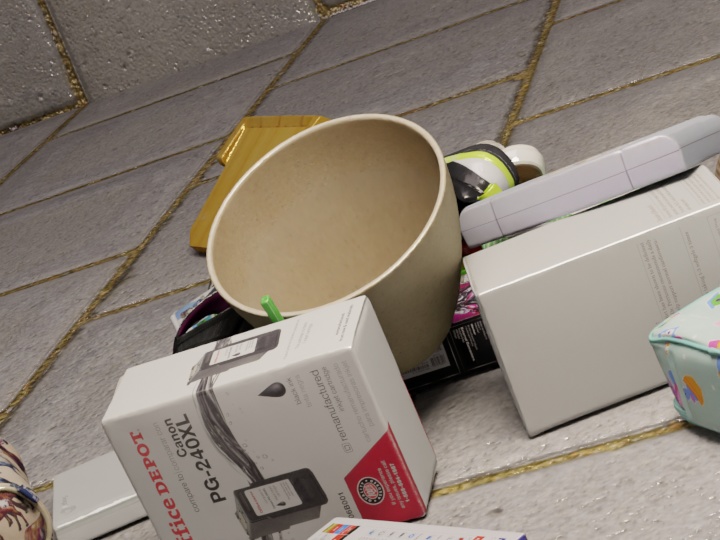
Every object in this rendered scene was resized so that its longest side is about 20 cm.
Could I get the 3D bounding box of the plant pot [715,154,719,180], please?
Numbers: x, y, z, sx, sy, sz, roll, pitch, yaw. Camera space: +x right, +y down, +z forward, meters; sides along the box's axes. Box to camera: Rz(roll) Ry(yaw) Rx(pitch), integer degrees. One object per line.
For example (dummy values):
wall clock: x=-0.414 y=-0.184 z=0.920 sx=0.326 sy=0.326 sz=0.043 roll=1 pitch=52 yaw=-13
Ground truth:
plant pot: x=0.380 y=-0.110 z=1.722 sx=0.199 sy=0.093 sz=0.201 roll=-21 pitch=15 yaw=6

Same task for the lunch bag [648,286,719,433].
lunch bag: x=0.299 y=0.049 z=1.327 sx=0.159 sy=0.078 sz=0.200 roll=-26 pitch=16 yaw=-20

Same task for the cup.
cup: x=0.000 y=0.000 z=1.572 sx=0.199 sy=0.144 sz=0.201 roll=-17 pitch=44 yaw=17

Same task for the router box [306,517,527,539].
router box: x=-0.015 y=0.225 z=1.222 sx=0.199 sy=0.049 sz=0.179 roll=-34 pitch=19 yaw=-36

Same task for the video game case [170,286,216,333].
video game case: x=-0.063 y=0.038 z=1.727 sx=0.182 sy=0.022 sz=0.200 roll=-34 pitch=31 yaw=-1

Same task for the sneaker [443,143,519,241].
sneaker: x=0.050 y=-0.047 z=1.739 sx=0.199 sy=0.072 sz=0.083 roll=-30 pitch=19 yaw=45

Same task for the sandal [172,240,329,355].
sandal: x=-0.109 y=0.036 z=1.677 sx=0.201 sy=0.048 sz=0.075 roll=-47 pitch=22 yaw=6

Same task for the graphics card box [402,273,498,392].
graphics card box: x=0.100 y=0.039 z=1.684 sx=0.198 sy=0.051 sz=0.126 roll=-20 pitch=16 yaw=12

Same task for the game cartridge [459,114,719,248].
game cartridge: x=0.180 y=-0.070 z=1.591 sx=0.199 sy=0.042 sz=0.133 roll=-20 pitch=-3 yaw=31

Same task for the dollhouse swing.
dollhouse swing: x=-0.075 y=-0.083 z=2.365 sx=0.181 sy=0.178 sz=0.199 roll=17 pitch=-6 yaw=-30

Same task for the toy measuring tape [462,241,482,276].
toy measuring tape: x=0.148 y=-0.012 z=1.766 sx=0.198 sy=0.074 sz=0.074 roll=-14 pitch=16 yaw=10

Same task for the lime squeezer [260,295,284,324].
lime squeezer: x=-0.053 y=0.104 z=1.511 sx=0.070 sy=0.201 sz=0.038 roll=20 pitch=36 yaw=11

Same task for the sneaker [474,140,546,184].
sneaker: x=0.119 y=-0.091 z=1.878 sx=0.072 sy=0.086 sz=0.200 roll=0 pitch=-17 yaw=-13

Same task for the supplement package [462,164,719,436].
supplement package: x=0.190 y=0.020 z=1.501 sx=0.198 sy=0.118 sz=0.117 roll=-21 pitch=16 yaw=3

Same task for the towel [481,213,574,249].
towel: x=0.173 y=-0.042 z=1.718 sx=0.151 sy=0.024 sz=0.200 roll=-7 pitch=18 yaw=1

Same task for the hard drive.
hard drive: x=-0.158 y=0.161 z=1.677 sx=0.198 sy=0.026 sz=0.132 roll=-22 pitch=15 yaw=-3

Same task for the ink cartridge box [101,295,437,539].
ink cartridge box: x=-0.064 y=0.122 z=1.447 sx=0.198 sy=0.146 sz=0.084 roll=-18 pitch=22 yaw=17

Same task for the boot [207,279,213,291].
boot: x=-0.056 y=-0.015 z=1.911 sx=0.209 sy=0.080 sz=0.158 roll=-21 pitch=-11 yaw=3

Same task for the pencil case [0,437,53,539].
pencil case: x=-0.304 y=0.189 z=1.665 sx=0.077 sy=0.090 sz=0.200 roll=-26 pitch=15 yaw=-11
